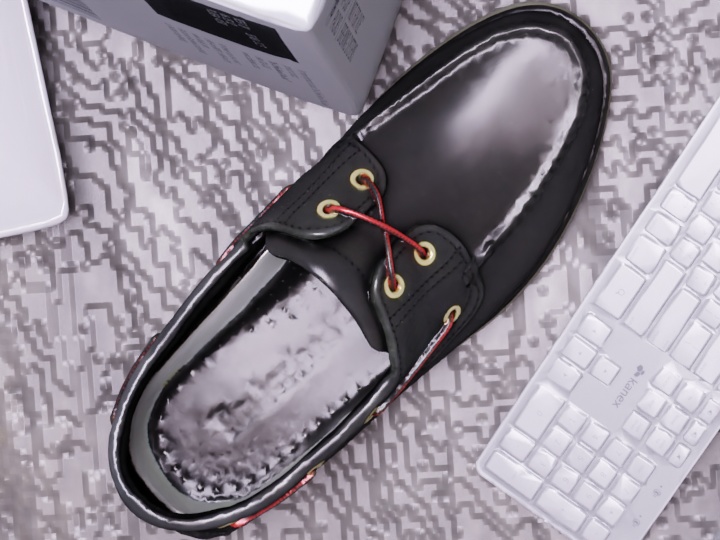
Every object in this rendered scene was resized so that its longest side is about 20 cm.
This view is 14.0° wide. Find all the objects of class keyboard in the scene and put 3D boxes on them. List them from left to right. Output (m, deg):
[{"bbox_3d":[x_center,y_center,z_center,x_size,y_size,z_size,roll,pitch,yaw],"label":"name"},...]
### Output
[{"bbox_3d":[0.108,-0.003,0.881,0.056,0.011,0.200,33,108,2],"label":"keyboard"}]

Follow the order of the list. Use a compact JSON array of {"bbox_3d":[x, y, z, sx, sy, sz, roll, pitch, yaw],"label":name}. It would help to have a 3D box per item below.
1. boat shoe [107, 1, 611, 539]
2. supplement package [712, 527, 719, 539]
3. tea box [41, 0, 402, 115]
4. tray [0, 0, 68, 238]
[{"bbox_3d":[0.002,0.002,0.887,0.074,0.063,0.201,44,96,4],"label":"boat shoe"},{"bbox_3d":[0.219,0.086,0.845,0.199,0.111,0.156,31,97,3],"label":"supplement package"},{"bbox_3d":[-0.031,-0.164,0.797,0.133,0.200,0.198,21,88,4],"label":"tea box"},{"bbox_3d":[-0.160,-0.103,0.914,0.107,0.022,0.201,-12,93,6],"label":"tray"}]
